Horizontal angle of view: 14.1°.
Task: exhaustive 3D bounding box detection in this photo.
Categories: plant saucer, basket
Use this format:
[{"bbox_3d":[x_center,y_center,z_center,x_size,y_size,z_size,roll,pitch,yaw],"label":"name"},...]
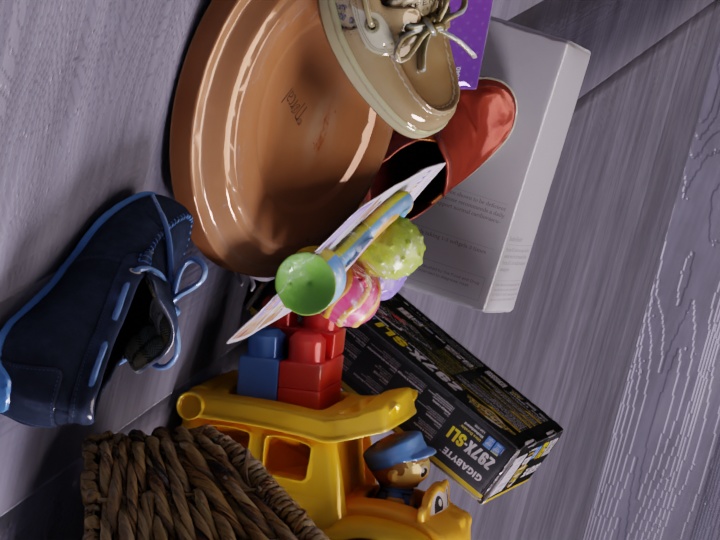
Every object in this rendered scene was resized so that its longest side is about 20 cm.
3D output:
[{"bbox_3d":[-0.035,-0.093,1.657,0.200,0.032,0.201,-29,127,-48],"label":"plant saucer"},{"bbox_3d":[-0.078,0.174,1.624,0.200,0.148,0.143,90,-5,-52],"label":"basket"}]

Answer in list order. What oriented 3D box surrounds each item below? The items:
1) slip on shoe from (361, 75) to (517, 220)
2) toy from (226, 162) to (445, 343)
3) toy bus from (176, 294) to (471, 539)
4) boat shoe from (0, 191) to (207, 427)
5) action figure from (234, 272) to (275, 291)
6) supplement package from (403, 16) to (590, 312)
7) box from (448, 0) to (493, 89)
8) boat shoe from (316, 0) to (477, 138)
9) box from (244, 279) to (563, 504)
[{"bbox_3d":[0.044,-0.073,1.938,0.200,0.061,0.074,-31,120,-41],"label":"slip on shoe"},{"bbox_3d":[0.000,0.000,1.703,0.115,0.047,0.200,-45,172,17],"label":"toy"},{"bbox_3d":[-0.020,0.117,1.790,0.136,0.199,0.193,-17,116,-75],"label":"toy bus"},{"bbox_3d":[-0.125,0.030,1.500,0.200,0.068,0.084,-57,160,-50],"label":"boat shoe"},{"bbox_3d":[-0.029,-0.073,1.778,0.130,0.069,0.200,94,21,-67],"label":"action figure"},{"bbox_3d":[0.076,-0.082,2.075,0.117,0.116,0.201,1,107,-76],"label":"supplement package"},{"bbox_3d":[0.055,-0.232,1.817,0.137,0.039,0.201,-114,-151,-56],"label":"box"},{"bbox_3d":[0.013,-0.169,1.610,0.073,0.063,0.201,-40,111,-49],"label":"boat shoe"},{"bbox_3d":[0.032,0.066,1.906,0.049,0.200,0.160,-53,170,12],"label":"box"}]
